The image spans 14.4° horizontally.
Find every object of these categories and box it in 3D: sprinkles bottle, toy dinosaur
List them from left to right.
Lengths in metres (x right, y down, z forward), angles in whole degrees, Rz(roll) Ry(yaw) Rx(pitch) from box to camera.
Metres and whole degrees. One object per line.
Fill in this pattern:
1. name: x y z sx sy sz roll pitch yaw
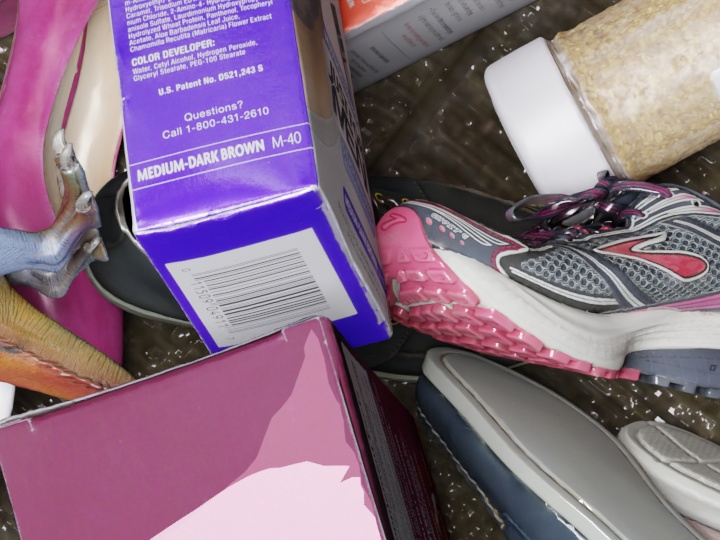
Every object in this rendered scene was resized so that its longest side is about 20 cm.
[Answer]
1. toy dinosaur: -0.173 0.007 0.937 0.180 0.105 0.201 -22 96 -7
2. sprinkles bottle: 0.146 -0.091 1.045 0.199 0.068 0.069 -28 83 7

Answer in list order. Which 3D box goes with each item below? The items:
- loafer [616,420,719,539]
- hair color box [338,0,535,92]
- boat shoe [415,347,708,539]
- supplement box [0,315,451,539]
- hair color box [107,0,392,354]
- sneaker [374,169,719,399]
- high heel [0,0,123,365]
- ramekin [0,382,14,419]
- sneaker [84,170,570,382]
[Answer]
1. loafer: 0.173 0.126 1.036 0.199 0.072 0.063 29 109 16
2. hair color box: 0.060 -0.139 1.046 0.199 0.101 0.062 -26 82 6
3. boat shoe: 0.086 0.104 0.998 0.200 0.075 0.062 40 117 22
4. supplement box: -0.035 0.088 0.932 0.110 0.200 0.086 -18 76 5
5. hair color box: -0.041 -0.081 0.924 0.064 0.109 0.201 -14 62 7
6. sneaker: 0.080 -0.001 1.004 0.080 0.199 0.075 11 91 47
7. high heel: -0.096 -0.053 1.087 0.095 0.067 0.201 -18 71 19
8. ramekin: -0.230 0.036 1.005 0.199 0.098 0.202 5 75 -21
9. sneaker: 0.000 0.000 1.027 0.199 0.106 0.075 5 86 -10
